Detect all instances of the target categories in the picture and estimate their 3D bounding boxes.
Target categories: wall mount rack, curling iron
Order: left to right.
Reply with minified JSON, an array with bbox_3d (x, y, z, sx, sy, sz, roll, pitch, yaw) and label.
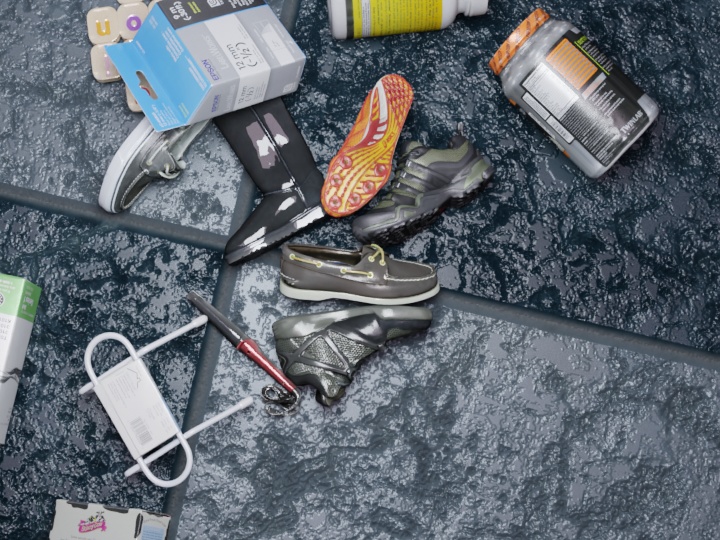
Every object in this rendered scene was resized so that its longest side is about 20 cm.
[{"bbox_3d":[-0.236,0.151,1.509,0.173,0.075,0.201,-31,85,4],"label":"wall mount rack"},{"bbox_3d":[-0.146,0.101,1.545,0.049,0.026,0.200,-40,85,-10],"label":"curling iron"}]

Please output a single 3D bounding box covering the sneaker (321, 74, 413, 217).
[{"bbox_3d":[0.010,-0.148,1.557,0.072,0.077,0.201,30,70,-4],"label":"sneaker"}]

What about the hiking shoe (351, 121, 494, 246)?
[{"bbox_3d":[0.065,-0.106,1.568,0.198,0.076,0.101,-28,76,-15],"label":"hiking shoe"}]

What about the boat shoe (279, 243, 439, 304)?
[{"bbox_3d":[0.000,0.000,1.536,0.198,0.072,0.061,1,114,-1],"label":"boat shoe"}]

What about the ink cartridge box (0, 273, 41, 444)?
[{"bbox_3d":[-0.483,0.099,1.503,0.144,0.084,0.203,11,81,0],"label":"ink cartridge box"}]

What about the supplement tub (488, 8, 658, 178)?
[{"bbox_3d":[0.262,-0.223,1.559,0.123,0.123,0.200,-45,86,-7],"label":"supplement tub"}]

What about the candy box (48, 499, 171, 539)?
[{"bbox_3d":[-0.304,0.374,1.447,0.135,0.061,0.203,1,75,30],"label":"candy box"}]

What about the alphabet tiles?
[{"bbox_3d":[-0.247,-0.300,1.598,0.197,0.015,0.198,-9,76,-4],"label":"alphabet tiles"}]

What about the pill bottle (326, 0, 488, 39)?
[{"bbox_3d":[0.057,-0.356,1.573,0.197,0.112,0.114,-6,82,-3],"label":"pill bottle"}]

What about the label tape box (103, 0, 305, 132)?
[{"bbox_3d":[-0.186,-0.261,1.503,0.198,0.066,0.144,-21,65,-31],"label":"label tape box"}]

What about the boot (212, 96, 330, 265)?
[{"bbox_3d":[-0.138,-0.128,1.557,0.164,0.066,0.202,-28,87,-14],"label":"boot"}]

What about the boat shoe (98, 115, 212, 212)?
[{"bbox_3d":[-0.246,-0.146,1.536,0.071,0.072,0.201,37,98,7],"label":"boat shoe"}]

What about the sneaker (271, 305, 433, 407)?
[{"bbox_3d":[-0.004,0.101,1.529,0.197,0.076,0.116,-10,84,-1],"label":"sneaker"}]
